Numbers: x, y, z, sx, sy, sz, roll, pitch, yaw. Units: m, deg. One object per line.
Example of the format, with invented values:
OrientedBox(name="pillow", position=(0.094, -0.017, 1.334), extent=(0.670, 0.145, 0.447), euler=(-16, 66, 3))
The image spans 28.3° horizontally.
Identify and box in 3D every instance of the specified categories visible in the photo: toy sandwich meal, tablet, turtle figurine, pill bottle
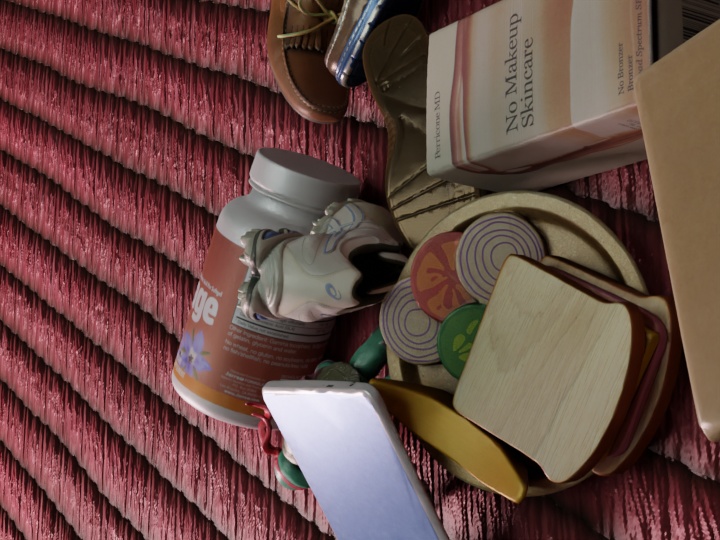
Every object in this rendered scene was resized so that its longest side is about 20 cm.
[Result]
OrientedBox(name="toy sandwich meal", position=(0.089, 0.047, 0.854), extent=(0.204, 0.070, 0.207), euler=(-2, 87, 33))
OrientedBox(name="tablet", position=(0.013, 0.159, 0.935), extent=(0.130, 0.014, 0.201), euler=(-5, 116, 54))
OrientedBox(name="turtle figurine", position=(0.000, 0.103, 1.002), extent=(0.200, 0.100, 0.150), euler=(-50, 53, 25))
OrientedBox(name="pill bottle", position=(-0.069, 0.013, 1.112), extent=(0.112, 0.112, 0.201), euler=(36, 112, 54))

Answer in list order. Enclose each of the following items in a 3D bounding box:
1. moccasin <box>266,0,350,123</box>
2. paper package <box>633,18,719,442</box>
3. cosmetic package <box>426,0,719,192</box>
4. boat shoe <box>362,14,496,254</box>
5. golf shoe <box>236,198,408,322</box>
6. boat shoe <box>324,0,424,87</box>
OrientedBox(name="moccasin", position=(-0.031, -0.213, 1.153), extent=(0.078, 0.073, 0.203), euler=(137, 142, -56))
OrientedBox(name="paper package", position=(0.239, -0.036, 0.666), extent=(0.190, 0.103, 0.201), euler=(-33, 55, 47))
OrientedBox(name="cosmetic package", position=(0.132, -0.117, 0.861), extent=(0.199, 0.087, 0.104), euler=(-17, 69, 54))
OrientedBox(name="boat shoe", position=(0.056, -0.086, 1.006), extent=(0.073, 0.063, 0.201), euler=(-21, 65, 24))
OrientedBox(name="golf shoe", position=(0.000, 0.000, 0.981), extent=(0.097, 0.200, 0.079), euler=(7, 106, 25))
OrientedBox(name="boat shoe", position=(0.016, -0.236, 1.064), extent=(0.072, 0.072, 0.201), euler=(30, 101, 18))
